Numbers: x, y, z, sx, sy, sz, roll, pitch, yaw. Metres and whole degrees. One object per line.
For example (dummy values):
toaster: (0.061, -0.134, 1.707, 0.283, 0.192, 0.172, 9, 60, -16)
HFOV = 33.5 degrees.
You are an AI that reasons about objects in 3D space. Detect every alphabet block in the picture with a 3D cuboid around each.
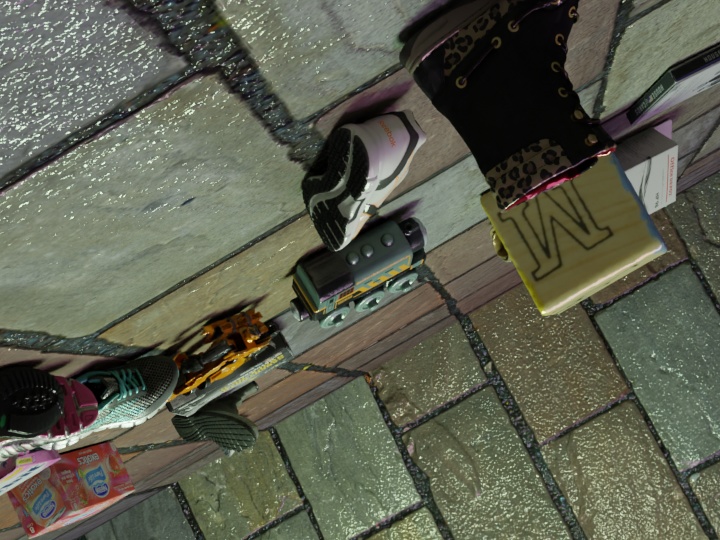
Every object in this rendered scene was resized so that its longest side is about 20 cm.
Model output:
alphabet block: (0.315, -0.066, 1.751, 0.198, 0.199, 0.195, -30, 170, 13)

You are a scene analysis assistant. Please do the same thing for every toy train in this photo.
toy train: (0.000, 0.000, 1.521, 0.198, 0.086, 0.114, -27, 161, -17)

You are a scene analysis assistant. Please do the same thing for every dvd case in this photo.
dvd case: (0.476, -0.274, 1.654, 0.198, 0.025, 0.150, -26, 171, -17)

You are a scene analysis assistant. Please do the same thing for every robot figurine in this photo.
robot figurine: (-0.196, 0.112, 1.581, 0.144, 0.059, 0.199, -20, 167, -49)

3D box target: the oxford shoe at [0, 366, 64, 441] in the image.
oxford shoe: (-0.379, 0.142, 1.192, 0.083, 0.074, 0.199, -14, 178, 32)

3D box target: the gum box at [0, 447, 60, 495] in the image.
gum box: (-0.468, 0.246, 1.440, 0.198, 0.067, 0.113, -31, 173, 9)

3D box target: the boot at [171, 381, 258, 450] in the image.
boot: (-0.207, 0.216, 1.925, 0.198, 0.068, 0.131, 0, -145, 46)

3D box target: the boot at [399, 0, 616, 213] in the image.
boot: (0.145, -0.150, 0.885, 0.198, 0.152, 0.073, -29, 171, 3)

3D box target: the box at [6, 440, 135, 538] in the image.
box: (-0.469, 0.354, 1.950, 0.102, 0.096, 0.200, -30, 171, 15)

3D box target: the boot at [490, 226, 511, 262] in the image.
boot: (0.294, -0.070, 2.039, 0.154, 0.073, 0.200, -33, 167, -4)

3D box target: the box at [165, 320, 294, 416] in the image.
box: (-0.201, 0.153, 1.822, 0.198, 0.049, 0.158, -29, 171, -4)

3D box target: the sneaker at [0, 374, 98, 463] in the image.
sneaker: (-0.380, 0.170, 1.287, 0.198, 0.075, 0.087, -15, 164, -39)

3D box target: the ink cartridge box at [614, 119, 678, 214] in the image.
ink cartridge box: (0.449, -0.151, 1.944, 0.198, 0.067, 0.117, -26, 132, -18)

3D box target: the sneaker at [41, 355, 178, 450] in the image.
sneaker: (-0.298, 0.150, 1.433, 0.198, 0.078, 0.091, -25, 167, -34)

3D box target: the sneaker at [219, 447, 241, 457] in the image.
sneaker: (-0.284, 0.377, 2.799, 0.087, 0.075, 0.200, -38, -178, -23)

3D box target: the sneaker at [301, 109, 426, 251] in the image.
sneaker: (0.004, -0.080, 1.096, 0.079, 0.074, 0.200, -27, 171, -25)
